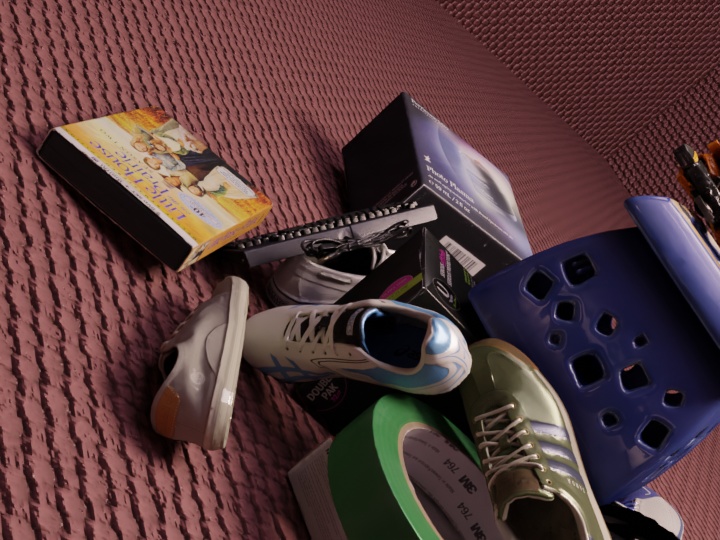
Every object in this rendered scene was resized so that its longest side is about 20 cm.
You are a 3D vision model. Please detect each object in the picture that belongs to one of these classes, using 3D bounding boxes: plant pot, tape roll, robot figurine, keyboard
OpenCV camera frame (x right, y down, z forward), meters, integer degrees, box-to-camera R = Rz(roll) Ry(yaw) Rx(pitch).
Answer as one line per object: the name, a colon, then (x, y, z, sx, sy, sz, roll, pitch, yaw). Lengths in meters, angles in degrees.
plant pot: (0.232, 0.055, 0.978, 0.201, 0.179, 0.200, 58, 18, 16)
tape roll: (0.061, 0.183, 0.849, 0.200, 0.048, 0.201, 43, 19, -18)
robot figurine: (0.322, -0.022, 0.956, 0.145, 0.058, 0.201, 34, 27, -50)
keyboard: (-0.019, -0.034, 1.037, 0.199, 0.021, 0.127, -16, 16, -31)

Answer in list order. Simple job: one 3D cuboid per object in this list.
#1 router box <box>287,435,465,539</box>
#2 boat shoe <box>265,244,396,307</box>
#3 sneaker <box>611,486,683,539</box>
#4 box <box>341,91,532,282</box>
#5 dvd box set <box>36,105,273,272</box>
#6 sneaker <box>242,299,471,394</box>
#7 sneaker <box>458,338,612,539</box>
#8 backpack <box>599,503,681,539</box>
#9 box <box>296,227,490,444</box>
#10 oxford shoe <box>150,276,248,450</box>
router box: (0.048, 0.234, 0.875, 0.179, 0.049, 0.201, 28, 27, -47)
boat shoe: (0.000, 0.000, 1.115, 0.074, 0.066, 0.199, 45, 31, 23)
sneaker: (0.289, 0.280, 1.285, 0.115, 0.080, 0.200, 46, 20, -14)
box: (0.091, -0.074, 1.420, 0.199, 0.123, 0.199, 35, 28, -30)
dvd box set: (-0.163, -0.075, 0.993, 0.146, 0.029, 0.200, 40, 19, 3)
sneaker: (-0.012, 0.049, 0.901, 0.073, 0.198, 0.072, 57, 45, -45)
sneaker: (0.121, 0.143, 0.855, 0.202, 0.067, 0.090, 65, 20, 8)
backpack: (0.205, 0.276, 0.935, 0.200, 0.126, 0.168, 32, -28, 47)
box: (0.067, 0.097, 1.024, 0.200, 0.148, 0.125, 46, 19, -16)
oxford shoe: (-0.112, 0.056, 0.842, 0.057, 0.076, 0.200, 9, 25, -4)
